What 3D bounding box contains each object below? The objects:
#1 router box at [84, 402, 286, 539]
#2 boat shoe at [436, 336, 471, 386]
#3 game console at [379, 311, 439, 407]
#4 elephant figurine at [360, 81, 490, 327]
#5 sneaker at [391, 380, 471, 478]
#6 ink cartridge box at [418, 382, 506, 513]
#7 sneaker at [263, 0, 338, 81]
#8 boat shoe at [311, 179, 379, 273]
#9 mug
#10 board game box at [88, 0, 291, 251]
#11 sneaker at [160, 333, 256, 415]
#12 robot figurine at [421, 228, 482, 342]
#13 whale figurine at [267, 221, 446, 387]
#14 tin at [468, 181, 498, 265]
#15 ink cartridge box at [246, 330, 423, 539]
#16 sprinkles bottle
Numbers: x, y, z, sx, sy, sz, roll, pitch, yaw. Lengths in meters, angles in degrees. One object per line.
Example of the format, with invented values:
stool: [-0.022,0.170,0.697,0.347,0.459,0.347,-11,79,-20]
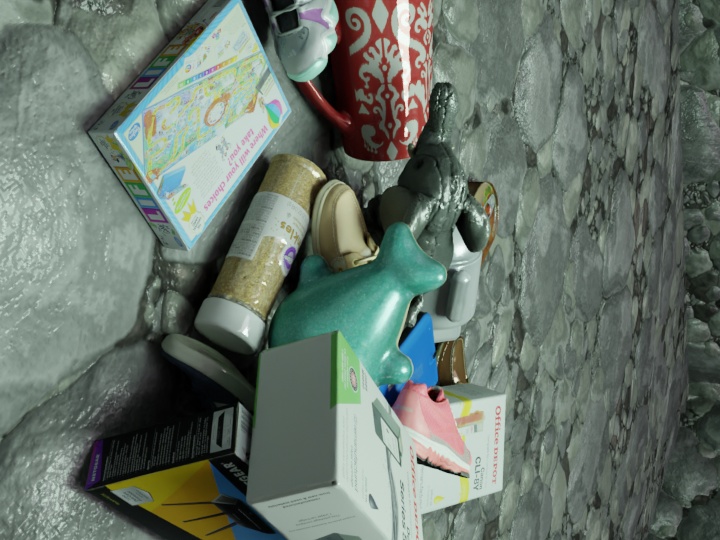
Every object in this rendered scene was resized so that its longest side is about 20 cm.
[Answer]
router box: [-0.126,0.202,0.736,0.201,0.147,0.052,55,24,-46]
boat shoe: [0.152,0.203,1.259,0.075,0.073,0.204,-12,106,-57]
game console: [0.001,0.159,0.954,0.200,0.116,0.173,-47,138,-45]
elephant figurine: [0.071,-0.067,0.874,0.142,0.155,0.200,-46,178,-28]
sneaker: [0.089,0.180,0.924,0.200,0.073,0.088,41,63,-58]
ink cartridge box: [0.108,0.245,1.131,0.197,0.083,0.148,-3,97,-38]
sneaker: [-0.090,-0.291,0.774,0.139,0.077,0.204,11,70,-54]
boat shoe: [0.000,0.000,0.868,0.074,0.068,0.203,-41,132,-40]
mug: [0.004,-0.236,0.926,0.134,0.174,0.204,-101,-175,-63]
board game box: [-0.147,-0.139,0.749,0.202,0.034,0.136,-60,141,-33]
sneaker: [-0.128,0.144,0.781,0.085,0.075,0.200,-48,116,-5]
robot figurine: [0.105,-0.002,1.091,0.111,0.170,0.203,-7,121,-18]
whale figurine: [-0.009,0.047,0.788,0.200,0.160,0.103,-45,167,20]
tin: [0.165,-0.055,1.269,0.201,0.041,0.113,-58,144,-35]
ink cartridge box: [-0.015,0.176,0.718,0.201,0.083,0.147,58,22,-43]
sprinkles bottle: [-0.098,-0.020,0.820,0.068,0.067,0.203,51,53,-49]
